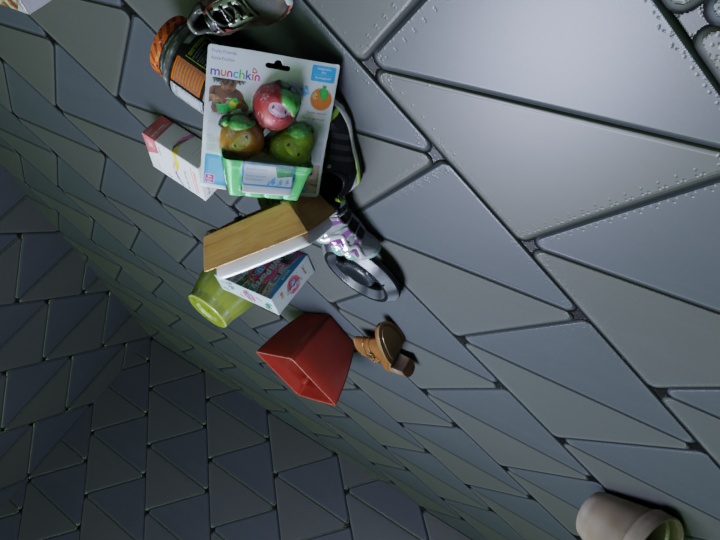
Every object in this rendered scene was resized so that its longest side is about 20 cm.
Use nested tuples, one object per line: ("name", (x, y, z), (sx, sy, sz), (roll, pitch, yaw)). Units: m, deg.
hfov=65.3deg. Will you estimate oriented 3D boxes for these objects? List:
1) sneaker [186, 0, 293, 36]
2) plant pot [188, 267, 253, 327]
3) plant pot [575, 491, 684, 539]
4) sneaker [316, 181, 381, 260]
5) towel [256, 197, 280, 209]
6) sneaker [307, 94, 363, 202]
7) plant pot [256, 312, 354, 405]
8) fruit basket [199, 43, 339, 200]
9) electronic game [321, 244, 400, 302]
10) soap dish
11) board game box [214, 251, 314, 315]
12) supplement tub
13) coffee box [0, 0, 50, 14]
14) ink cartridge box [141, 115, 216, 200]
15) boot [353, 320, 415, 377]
("sneaker", (-0.172, -0.357, 0.779), (0.198, 0.082, 0.078), (8, 142, 46))
("plant pot", (-0.356, 0.040, 1.522), (0.198, 0.194, 0.202), (28, 152, 16))
("plant pot", (0.597, 0.607, 1.280), (0.201, 0.200, 0.173), (52, 166, -29))
("sneaker", (-0.033, -0.103, 1.028), (0.197, 0.079, 0.141), (21, 137, -13))
("towel", (-0.173, -0.144, 1.081), (0.036, 0.150, 0.201), (-14, 144, 2))
("sneaker", (-0.049, -0.193, 0.890), (0.071, 0.083, 0.202), (14, 146, 37))
("plant pot", (-0.133, 0.231, 1.570), (0.198, 0.177, 0.201), (-1, 135, 51))
("fruit basket", (-0.130, -0.201, 0.799), (0.182, 0.094, 0.203), (3, 127, -19))
("electronic game", (0.000, 0.000, 1.184), (0.198, 0.042, 0.201), (32, 161, 12))
("soap dish", (-0.154, -0.066, 0.941), (0.197, 0.157, 0.083), (-19, 102, 19))
("board game box", (-0.233, 0.006, 1.368), (0.197, 0.148, 0.065), (19, 147, 31))
("supplement tub", (-0.222, -0.302, 0.886), (0.199, 0.123, 0.123), (36, 154, 3))
("coffee box", (-0.696, -0.581, 1.074), (0.198, 0.080, 0.115), (25, 151, 24))
("ink cartridge box", (-0.374, -0.237, 1.240), (0.198, 0.068, 0.117), (32, 153, 12))
("boot", (0.040, 0.185, 1.403), (0.153, 0.074, 0.202), (18, 145, 42))
